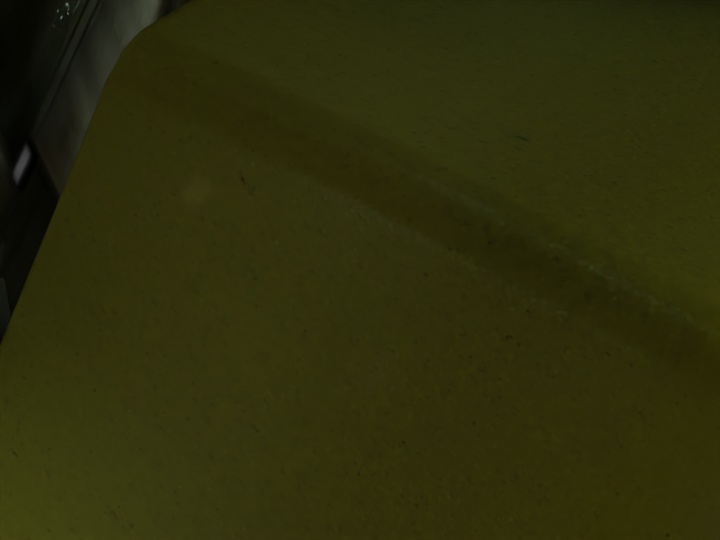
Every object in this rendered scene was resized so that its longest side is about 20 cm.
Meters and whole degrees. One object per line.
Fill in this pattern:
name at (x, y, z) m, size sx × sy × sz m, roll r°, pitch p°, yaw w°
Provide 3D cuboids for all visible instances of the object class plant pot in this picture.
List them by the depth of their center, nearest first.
plant pot at (0.021, 0.022, 0.695) m, size 0.200 × 0.176 × 0.201 m, roll -39°, pitch 159°, yaw -57°

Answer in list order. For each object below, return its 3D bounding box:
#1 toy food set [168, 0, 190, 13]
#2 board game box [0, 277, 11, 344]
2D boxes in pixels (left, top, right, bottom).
toy food set at (0.025, -0.091, 0.827) m, size 0.060 × 0.143 × 0.201 m, roll 19°, pitch -84°, yaw 64°
board game box at (-0.132, 0.133, 0.699) m, size 0.201 × 0.026 × 0.200 m, roll 87°, pitch 23°, yaw -44°
